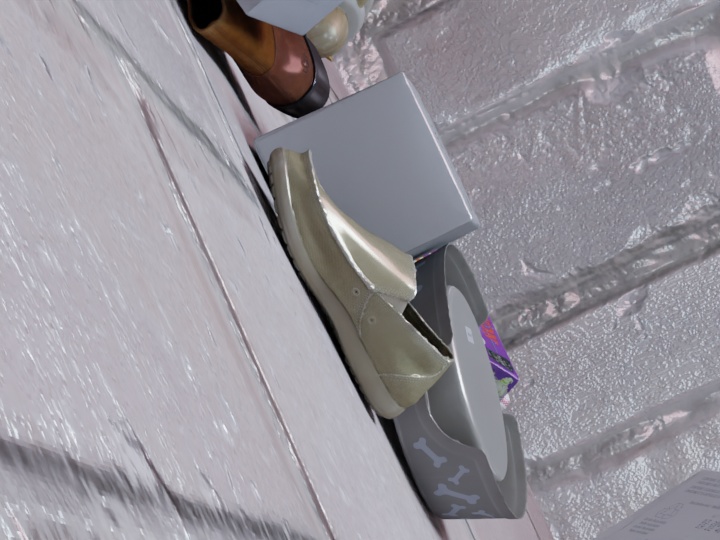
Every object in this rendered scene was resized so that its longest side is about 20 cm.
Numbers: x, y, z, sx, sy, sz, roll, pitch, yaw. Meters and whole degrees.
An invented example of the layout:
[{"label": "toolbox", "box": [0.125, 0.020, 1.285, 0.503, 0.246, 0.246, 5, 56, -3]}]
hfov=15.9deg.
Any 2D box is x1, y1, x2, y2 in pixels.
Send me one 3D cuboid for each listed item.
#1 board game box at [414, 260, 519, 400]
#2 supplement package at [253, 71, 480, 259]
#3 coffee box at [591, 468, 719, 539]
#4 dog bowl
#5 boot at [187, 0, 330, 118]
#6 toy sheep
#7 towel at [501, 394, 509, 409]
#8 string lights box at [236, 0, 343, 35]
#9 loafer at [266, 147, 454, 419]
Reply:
[{"label": "board game box", "box": [0.049, 0.013, 2.000, 0.120, 0.032, 0.200, 36, 17, -30]}, {"label": "supplement package", "box": [0.009, -0.059, 1.823, 0.200, 0.117, 0.117, -6, 71, -86]}, {"label": "coffee box", "box": [0.220, 0.262, 1.564, 0.198, 0.200, 0.200, 64, -20, -13]}, {"label": "dog bowl", "box": [0.063, 0.084, 1.817, 0.200, 0.059, 0.200, -15, 90, -80]}, {"label": "boot", "box": [-0.108, -0.210, 1.826, 0.200, 0.068, 0.188, 36, 32, -62]}, {"label": "toy sheep", "box": [-0.047, -0.279, 2.404, 0.138, 0.138, 0.200, 60, 17, -50]}, {"label": "towel", "box": [0.046, 0.030, 2.047, 0.146, 0.030, 0.200, 34, 18, -20]}, {"label": "string lights box", "box": [-0.092, -0.260, 1.757, 0.200, 0.059, 0.103, 54, 14, 16]}, {"label": "loafer", "box": [0.000, 0.000, 1.678, 0.076, 0.068, 0.200, -107, 171, -67]}]
